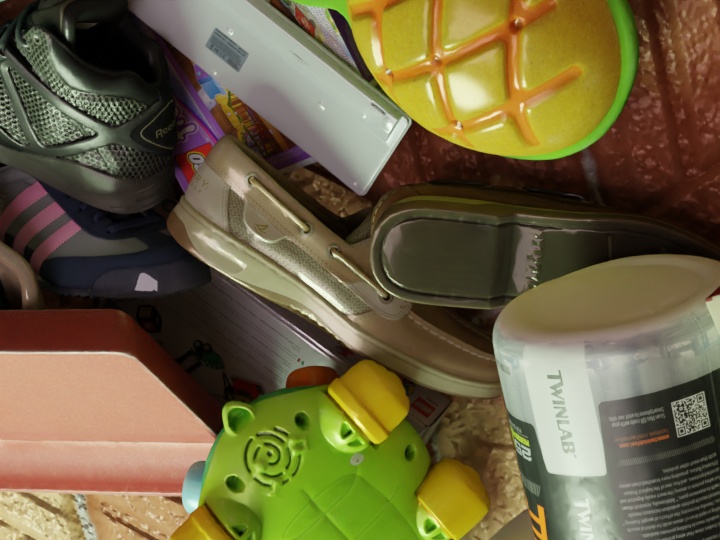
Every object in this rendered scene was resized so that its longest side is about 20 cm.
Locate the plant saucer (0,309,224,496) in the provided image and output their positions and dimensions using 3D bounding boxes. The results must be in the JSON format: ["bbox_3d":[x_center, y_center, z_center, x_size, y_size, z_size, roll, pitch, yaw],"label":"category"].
[{"bbox_3d":[-0.166,0.069,1.330,0.199,0.037,0.200,0,155,23],"label":"plant saucer"}]

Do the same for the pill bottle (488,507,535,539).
[{"bbox_3d":[0.146,0.213,1.296,0.111,0.111,0.201,-27,100,36],"label":"pill bottle"}]

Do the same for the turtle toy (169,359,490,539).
[{"bbox_3d":[-0.012,0.133,1.295,0.146,0.101,0.200,-42,118,-4],"label":"turtle toy"}]

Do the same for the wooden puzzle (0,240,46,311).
[{"bbox_3d":[-0.246,-0.002,1.377,0.200,0.046,0.185,39,162,15],"label":"wooden puzzle"}]

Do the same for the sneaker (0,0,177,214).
[{"bbox_3d":[-0.184,-0.112,1.282,0.198,0.076,0.115,20,127,14],"label":"sneaker"}]

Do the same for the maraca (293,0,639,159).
[{"bbox_3d":[0.042,-0.133,1.177,0.200,0.107,0.137,37,128,8],"label":"maraca"}]

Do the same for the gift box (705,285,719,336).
[{"bbox_3d":[0.271,0.054,1.109,0.199,0.184,0.188,-21,95,37],"label":"gift box"}]

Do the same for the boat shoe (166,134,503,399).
[{"bbox_3d":[0.000,0.000,1.278,0.199,0.072,0.065,30,100,-13],"label":"boat shoe"}]

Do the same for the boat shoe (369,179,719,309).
[{"bbox_3d":[0.104,-0.010,1.234,0.199,0.068,0.072,15,112,-2],"label":"boat shoe"}]

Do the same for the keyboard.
[{"bbox_3d":[-0.064,-0.118,1.257,0.200,0.011,0.056,39,132,6],"label":"keyboard"}]

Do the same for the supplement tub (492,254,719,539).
[{"bbox_3d":[0.138,0.103,1.167,0.122,0.122,0.201,-4,108,30],"label":"supplement tub"}]

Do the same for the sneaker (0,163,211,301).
[{"bbox_3d":[-0.153,-0.035,1.330,0.199,0.070,0.083,15,111,46],"label":"sneaker"}]

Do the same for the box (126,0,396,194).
[{"bbox_3d":[-0.073,-0.144,1.278,0.136,0.039,0.201,-19,104,34],"label":"box"}]

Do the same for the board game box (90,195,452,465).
[{"bbox_3d":[-0.060,0.064,1.381,0.200,0.035,0.127,36,126,8],"label":"board game box"}]
